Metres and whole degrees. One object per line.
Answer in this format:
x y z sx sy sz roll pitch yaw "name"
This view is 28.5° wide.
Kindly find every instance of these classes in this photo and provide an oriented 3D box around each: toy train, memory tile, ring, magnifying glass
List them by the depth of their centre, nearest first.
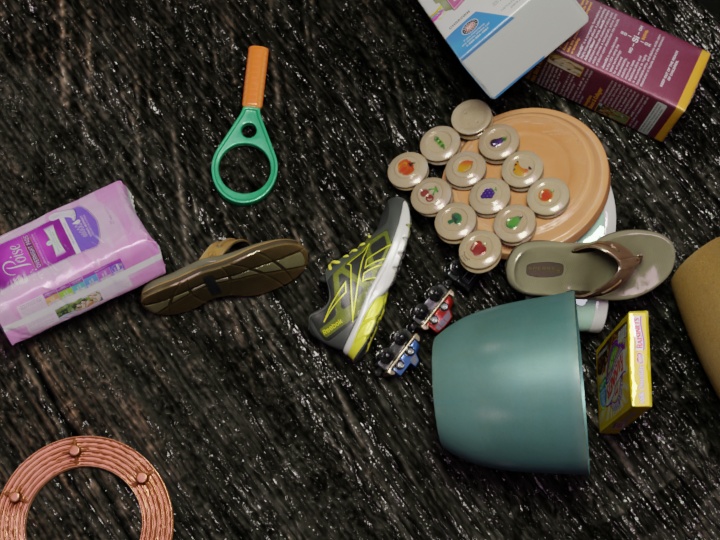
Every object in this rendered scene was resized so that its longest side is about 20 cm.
-0.309 0.284 1.579 0.200 0.019 0.201 0 75 -2 "ring"
0.136 -0.102 1.646 0.153 0.017 0.200 -37 57 -4 "memory tile"
0.085 0.050 1.652 0.046 0.034 0.200 41 76 -5 "toy train"
-0.134 -0.175 1.707 0.079 0.022 0.201 6 77 -1 "magnifying glass"

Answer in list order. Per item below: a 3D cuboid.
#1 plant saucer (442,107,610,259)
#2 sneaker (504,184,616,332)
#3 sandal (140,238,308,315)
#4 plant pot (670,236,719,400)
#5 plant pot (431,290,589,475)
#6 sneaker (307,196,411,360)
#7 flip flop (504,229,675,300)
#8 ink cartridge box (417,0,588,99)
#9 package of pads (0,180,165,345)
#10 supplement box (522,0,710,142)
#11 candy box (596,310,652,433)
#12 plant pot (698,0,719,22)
0.191 -0.107 1.659 0.200 0.032 0.201 -8 60 13 "plant saucer"
0.231 -0.032 1.654 0.118 0.074 0.201 6 78 -8 "sneaker"
-0.161 -0.004 1.640 0.199 0.080 0.054 -16 55 -2 "sandal"
0.449 0.062 1.602 0.186 0.187 0.200 -31 65 -10 "plant pot"
0.164 0.128 1.557 0.160 0.201 0.201 -4 75 10 "plant pot"
0.000 0.000 1.638 0.084 0.074 0.201 20 75 3 "sneaker"
0.262 -0.004 1.587 0.199 0.058 0.081 -1 96 -14 "flip flop"
0.153 -0.319 1.655 0.144 0.085 0.200 -40 41 12 "ink cartridge box"
-0.333 -0.011 1.607 0.200 0.076 0.121 -26 47 -9 "package of pads"
0.301 -0.247 1.698 0.200 0.110 0.086 26 75 4 "supplement box"
0.288 0.116 1.556 0.026 0.200 0.103 -2 75 -1 "candy box"
0.561 -0.363 1.706 0.199 0.177 0.200 -41 80 -12 "plant pot"
